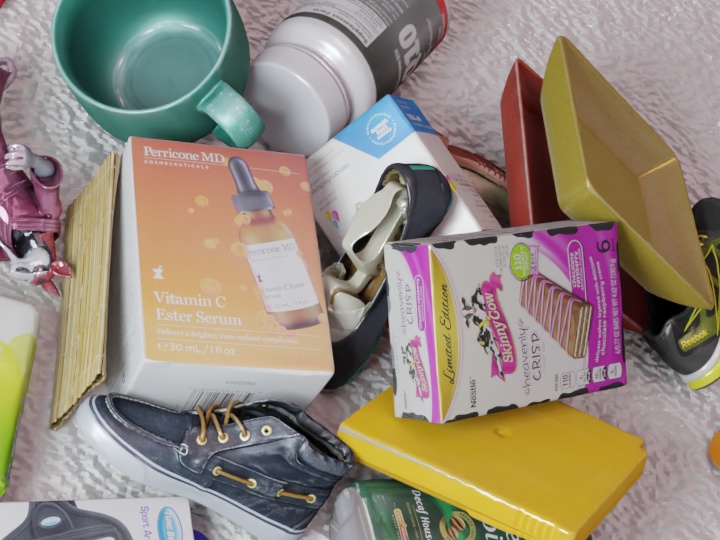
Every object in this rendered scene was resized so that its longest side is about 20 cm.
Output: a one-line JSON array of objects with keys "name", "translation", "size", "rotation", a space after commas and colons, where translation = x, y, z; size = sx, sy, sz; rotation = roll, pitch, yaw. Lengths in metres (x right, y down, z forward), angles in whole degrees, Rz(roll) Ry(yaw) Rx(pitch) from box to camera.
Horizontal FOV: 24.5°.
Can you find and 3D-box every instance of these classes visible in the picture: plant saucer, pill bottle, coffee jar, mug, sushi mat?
[{"name": "plant saucer", "translation": [0.222, -0.077, 1.438], "size": [0.200, 0.048, 0.200], "rotation": [39, 33, -35]}, {"name": "plant saucer", "translation": [0.186, -0.059, 1.473], "size": [0.199, 0.037, 0.201], "rotation": [34, 43, -43]}, {"name": "pill bottle", "translation": [-0.014, -0.194, 1.467], "size": [0.114, 0.114, 0.200], "rotation": [39, 53, 3]}, {"name": "coffee jar", "translation": [0.082, 0.208, 1.273], "size": [0.199, 0.085, 0.105], "rotation": [-1, 60, -26]}, {"name": "mug", "translation": [-0.164, -0.164, 1.365], "size": [0.151, 0.114, 0.186], "rotation": [-14, 72, 3]}, {"name": "sushi mat", "translation": [-0.209, 0.015, 1.258], "size": [0.012, 0.096, 0.201], "rotation": [17, 53, -28]}]

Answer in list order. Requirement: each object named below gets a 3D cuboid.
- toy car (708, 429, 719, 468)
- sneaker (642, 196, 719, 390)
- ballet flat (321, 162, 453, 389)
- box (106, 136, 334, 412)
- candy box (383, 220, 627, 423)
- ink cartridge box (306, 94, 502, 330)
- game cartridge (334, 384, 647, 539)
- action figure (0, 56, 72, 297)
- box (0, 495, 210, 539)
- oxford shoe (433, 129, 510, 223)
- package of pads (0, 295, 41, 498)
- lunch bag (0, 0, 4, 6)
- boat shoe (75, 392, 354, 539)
[{"name": "toy car", "translation": [0.403, 0.129, 1.446], "size": [0.199, 0.185, 0.178], "rotation": [-6, 58, 5]}, {"name": "sneaker", "translation": [0.304, 0.006, 1.495], "size": [0.084, 0.074, 0.201], "rotation": [34, 49, -27]}, {"name": "ballet flat", "translation": [0.000, 0.000, 1.315], "size": [0.073, 0.073, 0.200], "rotation": [30, 97, -4]}, {"name": "box", "translation": [-0.117, 0.012, 1.295], "size": [0.152, 0.106, 0.201], "rotation": [4, 59, -22]}, {"name": "candy box", "translation": [0.116, 0.036, 1.291], "size": [0.199, 0.061, 0.137], "rotation": [-8, 96, -36]}, {"name": "ink cartridge box", "translation": [0.045, -0.032, 1.377], "size": [0.200, 0.116, 0.067], "rotation": [56, 17, 12]}, {"name": "game cartridge", "translation": [0.106, 0.138, 1.282], "size": [0.199, 0.033, 0.176], "rotation": [24, 27, 22]}, {"name": "action figure", "translation": [-0.291, -0.061, 1.291], "size": [0.200, 0.134, 0.149], "rotation": [54, 11, -1]}, {"name": "box", "translation": [-0.190, 0.222, 1.170], "size": [0.199, 0.042, 0.119], "rotation": [0, 60, -22]}, {"name": "oxford shoe", "translation": [0.084, -0.073, 1.477], "size": [0.199, 0.074, 0.071], "rotation": [29, 7, -18]}, {"name": "package of pads", "translation": [-0.337, 0.075, 1.180], "size": [0.199, 0.068, 0.155], "rotation": [16, 56, -15]}, {"name": "lunch bag", "translation": [-0.347, -0.318, 1.416], "size": [0.175, 0.082, 0.201], "rotation": [14, 54, -16]}, {"name": "boat shoe", "translation": [-0.104, 0.122, 1.214], "size": [0.200, 0.091, 0.071], "rotation": [30, 21, -23]}]
